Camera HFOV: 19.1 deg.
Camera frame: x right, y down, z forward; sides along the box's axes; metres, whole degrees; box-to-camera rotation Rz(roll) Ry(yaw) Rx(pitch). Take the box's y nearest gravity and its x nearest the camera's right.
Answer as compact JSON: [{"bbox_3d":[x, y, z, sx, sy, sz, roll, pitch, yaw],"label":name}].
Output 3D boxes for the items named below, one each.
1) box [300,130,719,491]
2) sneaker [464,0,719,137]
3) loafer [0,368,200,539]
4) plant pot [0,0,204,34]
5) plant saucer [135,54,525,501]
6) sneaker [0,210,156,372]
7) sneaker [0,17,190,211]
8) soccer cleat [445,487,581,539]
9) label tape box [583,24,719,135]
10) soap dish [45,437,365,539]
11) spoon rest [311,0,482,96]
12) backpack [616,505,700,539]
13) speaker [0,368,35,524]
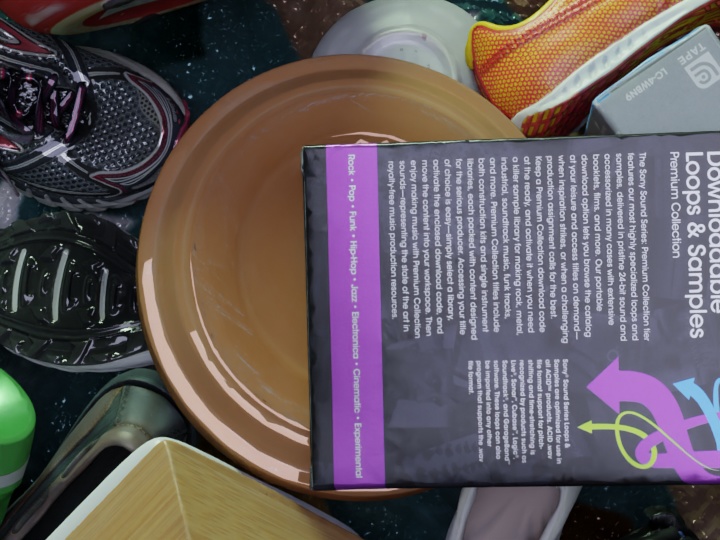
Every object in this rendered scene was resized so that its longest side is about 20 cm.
[{"bbox_3d":[0.076,0.017,0.885,0.198,0.036,0.144,-1,90,11],"label":"box"},{"bbox_3d":[0.138,-0.139,1.002,0.199,0.073,0.077,-31,74,-12],"label":"sneaker"},{"bbox_3d":[-0.140,0.135,0.976,0.071,0.063,0.201,30,111,0],"label":"loafer"},{"bbox_3d":[-0.099,-0.215,0.971,0.199,0.200,0.184,-19,93,2],"label":"plant pot"},{"bbox_3d":[0.000,0.000,0.950,0.198,0.032,0.202,1,77,-7],"label":"plant saucer"},{"bbox_3d":[-0.089,0.021,1.008,0.198,0.079,0.075,5,73,8],"label":"sneaker"},{"bbox_3d":[-0.179,-0.082,1.022,0.198,0.075,0.081,16,87,4],"label":"sneaker"},{"bbox_3d":[0.088,0.063,0.993,0.069,0.078,0.202,17,86,4],"label":"soccer cleat"},{"bbox_3d":[0.179,0.000,0.960,0.066,0.143,0.201,-32,84,0],"label":"label tape box"},{"bbox_3d":[-0.090,0.180,0.939,0.200,0.157,0.081,-46,41,15],"label":"soap dish"},{"bbox_3d":[0.028,-0.037,1.023,0.098,0.061,0.202,-8,72,1],"label":"spoon rest"},{"bbox_3d":[0.100,0.221,0.929,0.200,0.183,0.147,-39,84,4],"label":"backpack"},{"bbox_3d":[-0.221,0.132,0.972,0.088,0.088,0.201,33,112,5],"label":"speaker"}]
